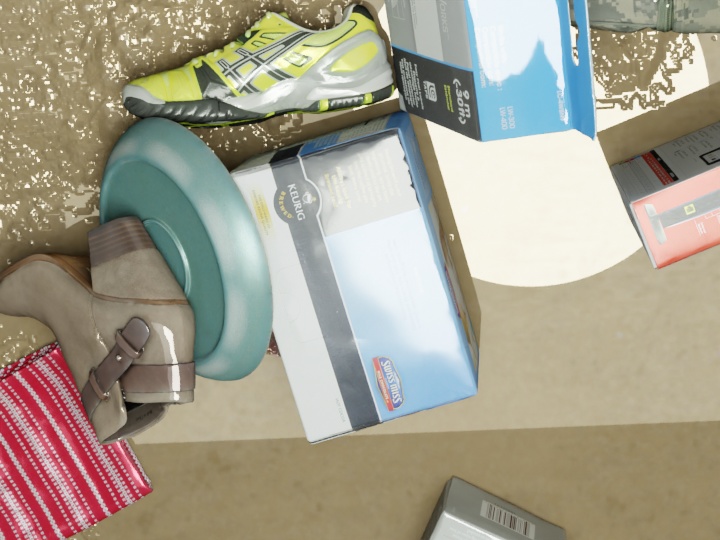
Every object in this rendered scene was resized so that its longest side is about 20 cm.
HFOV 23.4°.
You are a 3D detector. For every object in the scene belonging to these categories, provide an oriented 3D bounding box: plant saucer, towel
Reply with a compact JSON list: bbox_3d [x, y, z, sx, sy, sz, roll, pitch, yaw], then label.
[{"bbox_3d":[-0.134,-0.010,1.255,0.027,0.199,0.202,-22,101,-34],"label":"plant saucer"},{"bbox_3d":[-0.282,0.159,1.371,0.199,0.022,0.145,-28,98,9],"label":"towel"}]

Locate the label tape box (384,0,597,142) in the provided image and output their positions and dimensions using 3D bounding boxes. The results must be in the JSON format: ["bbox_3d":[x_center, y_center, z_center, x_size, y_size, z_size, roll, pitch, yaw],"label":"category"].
[{"bbox_3d":[0.082,-0.168,1.177,0.066,0.200,0.144,-15,110,-18],"label":"label tape box"}]

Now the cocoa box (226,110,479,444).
[{"bbox_3d":[0.000,0.000,1.260,0.130,0.133,0.202,-16,99,7],"label":"cocoa box"}]

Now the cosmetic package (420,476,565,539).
[{"bbox_3d":[0.073,0.278,1.334,0.106,0.090,0.201,25,105,1],"label":"cosmetic package"}]

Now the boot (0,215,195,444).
[{"bbox_3d":[-0.196,0.054,1.268,0.199,0.070,0.147,-25,75,44],"label":"boot"}]

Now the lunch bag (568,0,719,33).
[{"bbox_3d":[0.183,-0.260,1.193,0.166,0.139,0.202,-2,100,6],"label":"lunch bag"}]

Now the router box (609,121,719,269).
[{"bbox_3d":[0.268,-0.072,1.191,0.178,0.200,0.049,-22,98,9],"label":"router box"}]

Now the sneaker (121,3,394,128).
[{"bbox_3d":[-0.077,-0.148,1.277,0.198,0.075,0.077,-8,93,-4],"label":"sneaker"}]
